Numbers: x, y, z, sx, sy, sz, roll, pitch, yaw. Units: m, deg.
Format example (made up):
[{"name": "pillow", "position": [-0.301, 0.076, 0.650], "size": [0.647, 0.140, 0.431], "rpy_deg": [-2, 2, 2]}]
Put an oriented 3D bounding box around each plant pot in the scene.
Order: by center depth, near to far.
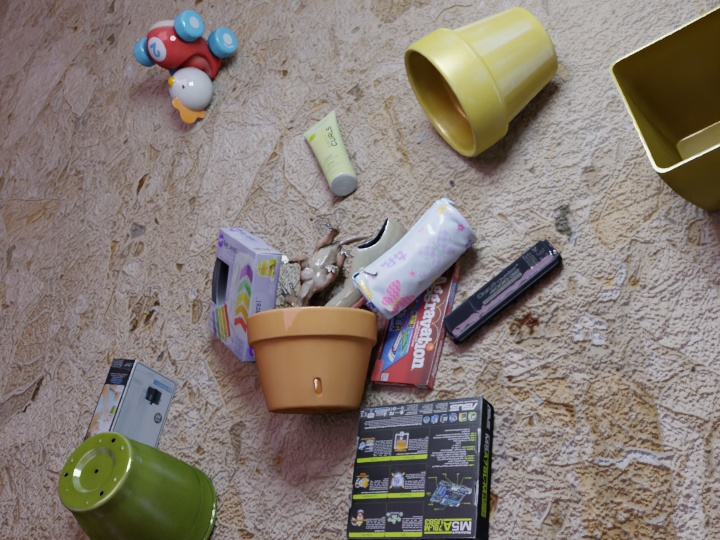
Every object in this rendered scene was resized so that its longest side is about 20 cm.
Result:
[{"name": "plant pot", "position": [0.466, -0.194, 1.150], "size": [0.199, 0.176, 0.201], "rpy_deg": [-26, 51, 20]}, {"name": "plant pot", "position": [-0.072, 0.140, 1.339], "size": [0.199, 0.200, 0.141], "rpy_deg": [-9, 74, 31]}, {"name": "plant pot", "position": [-0.356, 0.349, 1.377], "size": [0.200, 0.193, 0.201], "rpy_deg": [-15, 48, 17]}, {"name": "plant pot", "position": [0.200, -0.314, 1.420], "size": [0.189, 0.201, 0.201], "rpy_deg": [-34, 46, -8]}]

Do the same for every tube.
[{"name": "tube", "position": [-0.056, -0.216, 1.633], "size": [0.058, 0.052, 0.200], "rpy_deg": [-5, 44, -14]}]

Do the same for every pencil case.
[{"name": "pencil case", "position": [0.082, -0.018, 1.355], "size": [0.200, 0.091, 0.083], "rpy_deg": [-41, 8, 2]}]

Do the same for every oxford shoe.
[{"name": "oxford shoe", "position": [0.000, 0.000, 1.427], "size": [0.200, 0.074, 0.071], "rpy_deg": [-47, 17, -2]}]

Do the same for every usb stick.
[{"name": "usb stick", "position": [0.204, 0.032, 1.301], "size": [0.200, 0.033, 0.056], "rpy_deg": [-40, 40, 9]}]

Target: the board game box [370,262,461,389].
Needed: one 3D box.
[{"name": "board game box", "position": [0.085, 0.081, 1.366], "size": [0.103, 0.019, 0.201], "rpy_deg": [0, 63, 34]}]

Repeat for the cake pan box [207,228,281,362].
[{"name": "cake pan box", "position": [-0.197, 0.036, 1.492], "size": [0.200, 0.052, 0.185], "rpy_deg": [31, 113, 59]}]

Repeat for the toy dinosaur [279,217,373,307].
[{"name": "toy dinosaur", "position": [-0.068, 0.000, 1.491], "size": [0.086, 0.136, 0.200], "rpy_deg": [37, 61, 13]}]

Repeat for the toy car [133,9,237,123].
[{"name": "toy car", "position": [-0.379, -0.418, 1.919], "size": [0.184, 0.176, 0.201], "rpy_deg": [-17, 67, 40]}]

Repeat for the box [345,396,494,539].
[{"name": "box", "position": [0.082, 0.277, 1.231], "size": [0.199, 0.047, 0.194], "rpy_deg": [-11, 60, 30]}]

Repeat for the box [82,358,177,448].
[{"name": "box", "position": [-0.401, 0.266, 1.541], "size": [0.060, 0.117, 0.201], "rpy_deg": [0, 62, 33]}]
